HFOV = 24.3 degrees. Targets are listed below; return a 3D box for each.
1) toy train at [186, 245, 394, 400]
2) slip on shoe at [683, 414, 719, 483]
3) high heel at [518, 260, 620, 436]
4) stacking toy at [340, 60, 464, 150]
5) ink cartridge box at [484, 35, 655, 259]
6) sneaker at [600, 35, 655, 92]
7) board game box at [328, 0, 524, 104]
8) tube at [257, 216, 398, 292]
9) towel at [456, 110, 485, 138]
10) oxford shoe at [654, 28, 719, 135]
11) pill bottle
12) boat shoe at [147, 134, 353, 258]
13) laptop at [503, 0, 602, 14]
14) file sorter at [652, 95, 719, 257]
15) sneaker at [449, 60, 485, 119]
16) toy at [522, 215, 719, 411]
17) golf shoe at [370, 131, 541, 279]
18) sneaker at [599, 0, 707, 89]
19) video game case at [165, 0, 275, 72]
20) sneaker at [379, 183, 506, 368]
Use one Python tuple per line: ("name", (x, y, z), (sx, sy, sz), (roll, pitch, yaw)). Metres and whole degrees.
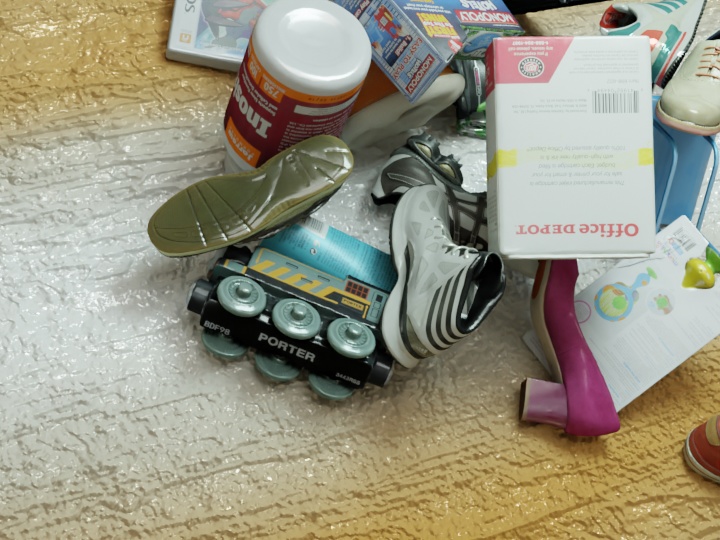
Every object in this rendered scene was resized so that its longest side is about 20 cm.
("toy train", (-0.058, 0.042, 1.532), (0.200, 0.085, 0.114), (21, 40, -2))
("slip on shoe", (0.411, 0.187, 1.602), (0.200, 0.061, 0.074), (19, 50, -7))
("high heel", (0.209, 0.056, 1.592), (0.096, 0.067, 0.201), (9, 85, -4))
("stacking toy", (0.004, -0.235, 1.671), (0.146, 0.146, 0.200), (-21, 85, -30))
("ink cartridge box", (0.189, -0.109, 1.533), (0.145, 0.083, 0.201), (0, 87, -4))
("sneaker", (0.265, -0.204, 1.790), (0.079, 0.079, 0.200), (41, 49, 19))
("board game box", (0.053, -0.249, 1.602), (0.200, 0.062, 0.200), (-3, 54, -44))
("tube", (0.000, 0.000, 1.601), (0.200, 0.050, 0.078), (27, 55, -6))
("towel", (0.198, -0.193, 1.819), (0.199, 0.023, 0.153), (9, 53, -13))
("oxford shoe", (0.340, -0.191, 1.662), (0.071, 0.074, 0.200), (18, 29, 10))
("pill bottle", (-0.068, -0.155, 1.586), (0.113, 0.200, 0.113), (9, 53, -13))
("boat shoe", (-0.097, -0.056, 1.534), (0.200, 0.066, 0.072), (-26, 64, -13))
("laptop", (0.166, -0.323, 1.766), (0.200, 0.177, 0.104), (-14, 100, -42))
("file sorter", (0.279, -0.091, 1.676), (0.199, 0.139, 0.123), (2, 27, -17))
("sneaker", (0.064, -0.232, 1.761), (0.084, 0.077, 0.200), (-40, 60, -18))
("toy", (0.273, 0.052, 1.631), (0.200, 0.047, 0.115), (-38, 72, 2))
("golf shoe", (0.098, -0.042, 1.657), (0.200, 0.078, 0.095), (39, 71, 12))
("sneaker", (0.305, -0.264, 1.763), (0.093, 0.070, 0.200), (27, 35, 2))
("video game case", (-0.094, -0.284, 1.757), (0.199, 0.023, 0.183), (10, 63, -9))
("sneaker", (0.088, -0.009, 1.530), (0.076, 0.115, 0.201), (41, 41, -36))
